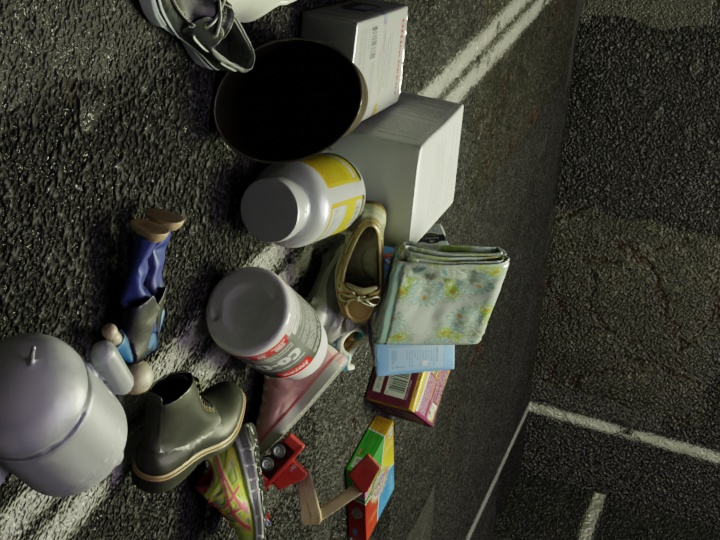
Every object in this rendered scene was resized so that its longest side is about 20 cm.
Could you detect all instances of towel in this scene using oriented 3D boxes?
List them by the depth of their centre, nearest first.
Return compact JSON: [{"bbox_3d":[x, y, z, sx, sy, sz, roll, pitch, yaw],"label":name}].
[{"bbox_3d":[0.116,0.040,1.603,0.201,0.170,0.048,104,-16,-45],"label":"towel"}]

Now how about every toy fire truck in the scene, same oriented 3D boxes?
[{"bbox_3d":[-0.083,0.307,1.533,0.200,0.141,0.049,-48,176,-5],"label":"toy fire truck"}]

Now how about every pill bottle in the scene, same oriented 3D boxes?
[{"bbox_3d":[-0.114,0.077,1.422,0.200,0.113,0.115,49,56,-67],"label":"pill bottle"},{"bbox_3d":[-0.076,-0.091,1.422,0.200,0.111,0.113,-25,126,-67],"label":"pill bottle"}]

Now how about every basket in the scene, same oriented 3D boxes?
[{"bbox_3d":[-0.065,-0.209,1.330,0.200,0.179,0.137,-43,116,-75],"label":"basket"}]

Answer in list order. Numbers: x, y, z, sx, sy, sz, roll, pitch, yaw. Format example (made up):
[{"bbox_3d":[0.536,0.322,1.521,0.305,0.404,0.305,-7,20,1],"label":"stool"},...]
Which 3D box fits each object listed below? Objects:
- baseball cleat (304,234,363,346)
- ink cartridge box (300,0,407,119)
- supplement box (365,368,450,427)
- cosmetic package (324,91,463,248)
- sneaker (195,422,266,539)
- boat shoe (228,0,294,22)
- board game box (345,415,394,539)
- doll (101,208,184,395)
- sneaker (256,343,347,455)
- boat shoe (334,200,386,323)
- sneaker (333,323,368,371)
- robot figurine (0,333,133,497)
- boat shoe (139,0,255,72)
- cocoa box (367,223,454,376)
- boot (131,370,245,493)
[{"bbox_3d":[-0.023,0.021,1.672,0.070,0.106,0.201,-9,-130,62],"label":"baseball cleat"},{"bbox_3d":[-0.010,-0.292,1.517,0.200,0.087,0.146,-38,138,-59],"label":"ink cartridge box"},{"bbox_3d":[0.097,0.220,2.149,0.200,0.103,0.132,49,56,-66],"label":"supplement box"},{"bbox_3d":[0.041,-0.158,1.627,0.200,0.166,0.167,-46,147,-55],"label":"cosmetic package"},{"bbox_3d":[-0.172,0.294,1.449,0.078,0.090,0.201,-105,-171,-68],"label":"sneaker"},{"bbox_3d":[-0.118,-0.333,1.232,0.073,0.062,0.200,-59,169,32],"label":"boat shoe"},{"bbox_3d":[0.021,0.412,2.156,0.153,0.040,0.201,-56,153,-46],"label":"board game box"},{"bbox_3d":[-0.233,0.041,1.155,0.137,0.048,0.201,-52,157,-66],"label":"doll"},{"bbox_3d":[-0.117,0.168,1.569,0.200,0.105,0.075,-50,175,13],"label":"sneaker"},{"bbox_3d":[0.003,0.000,1.559,0.063,0.073,0.202,-89,-172,-56],"label":"boat shoe"},{"bbox_3d":[-0.023,0.074,1.735,0.077,0.080,0.201,72,31,-55],"label":"sneaker"},{"bbox_3d":[-0.281,0.130,0.976,0.169,0.113,0.200,-41,150,-13],"label":"robot figurine"},{"bbox_3d":[-0.161,-0.265,1.121,0.200,0.070,0.073,39,66,-70],"label":"boat shoe"},{"bbox_3d":[0.078,0.048,1.731,0.131,0.132,0.201,-102,-172,-58],"label":"cocoa box"},{"bbox_3d":[-0.190,0.155,1.287,0.200,0.077,0.139,-50,156,-54],"label":"boot"}]
